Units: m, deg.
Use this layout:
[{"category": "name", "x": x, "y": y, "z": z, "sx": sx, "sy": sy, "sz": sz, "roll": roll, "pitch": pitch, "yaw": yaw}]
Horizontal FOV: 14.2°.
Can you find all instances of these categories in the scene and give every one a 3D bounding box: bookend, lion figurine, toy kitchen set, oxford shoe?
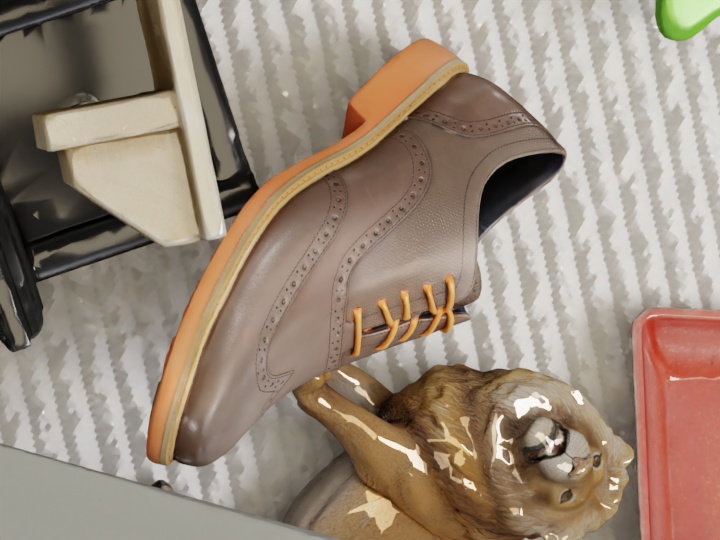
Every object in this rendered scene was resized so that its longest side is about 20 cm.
[{"category": "bookend", "x": -0.064, "y": -0.099, "z": 0.994, "sx": 0.199, "sy": 0.092, "sz": 0.200, "roll": -18, "pitch": 96, "yaw": -10}, {"category": "lion figurine", "x": -0.006, "y": 0.099, "z": 1.034, "sx": 0.122, "sy": 0.072, "sz": 0.200, "roll": 43, "pitch": 99, "yaw": -17}, {"category": "toy kitchen set", "x": -0.145, "y": -0.072, "z": 0.832, "sx": 0.180, "sy": 0.200, "sz": 0.163, "roll": -13, "pitch": 95, "yaw": -8}, {"category": "oxford shoe", "x": 0.000, "y": 0.000, "z": 0.980, "sx": 0.073, "sy": 0.071, "sz": 0.200, "roll": 31, "pitch": 57, "yaw": 14}]

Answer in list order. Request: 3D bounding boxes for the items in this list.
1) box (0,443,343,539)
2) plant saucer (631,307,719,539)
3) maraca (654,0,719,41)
[{"category": "box", "x": -0.083, "y": 0.171, "z": 0.884, "sx": 0.200, "sy": 0.171, "sz": 0.199, "roll": 15, "pitch": 77, "yaw": 14}, {"category": "plant saucer", "x": 0.195, "y": 0.116, "z": 1.047, "sx": 0.200, "sy": 0.037, "sz": 0.200, "roll": 3, "pitch": 68, "yaw": -7}, {"category": "maraca", "x": 0.151, "y": -0.176, "z": 1.024, "sx": 0.137, "sy": 0.107, "sz": 0.200, "roll": 38, "pitch": 86, "yaw": -11}]
